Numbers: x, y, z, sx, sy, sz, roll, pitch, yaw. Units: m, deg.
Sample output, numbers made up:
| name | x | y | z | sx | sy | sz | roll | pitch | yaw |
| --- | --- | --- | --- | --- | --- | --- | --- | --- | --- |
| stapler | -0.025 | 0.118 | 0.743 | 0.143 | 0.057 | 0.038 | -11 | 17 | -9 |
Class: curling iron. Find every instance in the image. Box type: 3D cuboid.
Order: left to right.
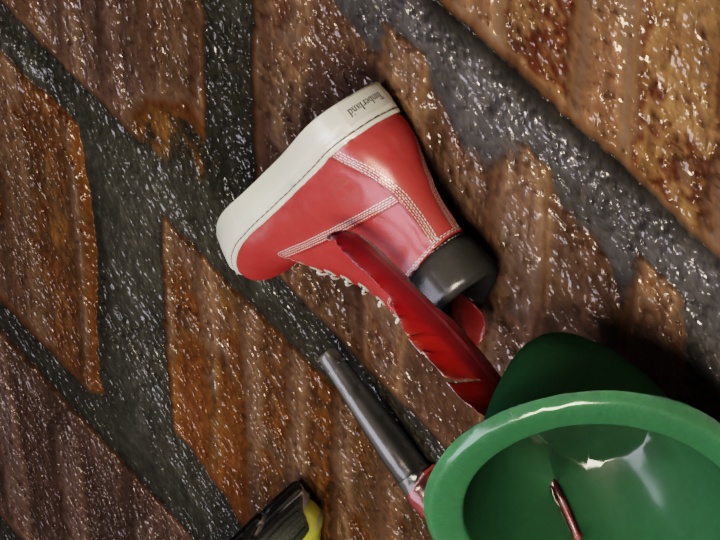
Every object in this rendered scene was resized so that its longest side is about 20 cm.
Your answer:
| name | x | y | z | sx | sy | sz | roll | pitch | yaw |
| --- | --- | --- | --- | --- | --- | --- | --- | --- | --- |
| curling iron | 0.036 | 0.128 | 1.719 | 0.200 | 0.026 | 0.050 | 59 | -167 | 10 |

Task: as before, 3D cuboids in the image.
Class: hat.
| name | x | y | z | sx | sy | sz | roll | pitch | yaw |
| --- | --- | --- | --- | --- | --- | --- | --- | --- | --- |
| hat | 0.108 | 0.053 | 1.482 | 0.166 | 0.176 | 0.200 | -35 | 124 | 30 |

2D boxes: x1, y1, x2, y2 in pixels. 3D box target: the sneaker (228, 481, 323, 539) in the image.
| name | x | y | z | sx | sy | sz | roll | pitch | yaw |
| --- | --- | --- | --- | --- | --- | --- | --- | --- | --- |
| sneaker | -0.048 | 0.203 | 1.925 | 0.090 | 0.078 | 0.200 | 47 | 160 | 7 |

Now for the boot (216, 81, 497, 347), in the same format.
| name | x | y | z | sx | sy | sz | roll | pitch | yaw |
| --- | --- | --- | --- | --- | --- | --- | --- | --- | --- |
| boot | 0.000 | 0.000 | 1.603 | 0.144 | 0.072 | 0.200 | 56 | 152 | 4 |
